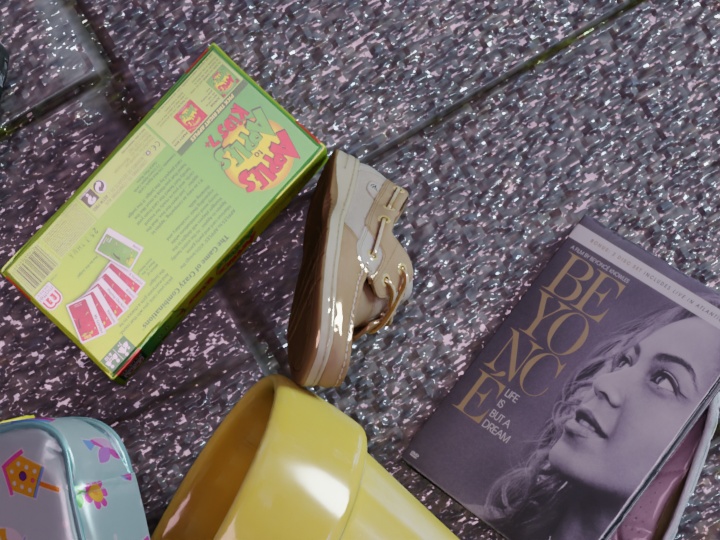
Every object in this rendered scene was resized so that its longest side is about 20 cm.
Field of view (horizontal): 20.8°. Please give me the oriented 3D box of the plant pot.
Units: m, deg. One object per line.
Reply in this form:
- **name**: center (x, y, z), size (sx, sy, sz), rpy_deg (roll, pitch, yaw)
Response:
- **plant pot**: center (-0.023, 0.194, 1.163), size (0.188, 0.201, 0.202), rpy_deg (31, 83, -12)

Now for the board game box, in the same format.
- **board game box**: center (-0.124, -0.036, 1.259), size (0.101, 0.048, 0.200), rpy_deg (42, 85, 5)

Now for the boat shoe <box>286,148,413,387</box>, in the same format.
- **boat shoe**: center (0.000, 0.000, 1.199), size (0.069, 0.074, 0.201), rpy_deg (18, 39, -9)

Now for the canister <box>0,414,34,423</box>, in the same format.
- **canister**: center (-0.216, 0.200, 1.176), size (0.086, 0.148, 0.202), rpy_deg (-14, 84, -22)

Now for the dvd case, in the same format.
- **dvd case**: center (0.136, 0.077, 1.220), size (0.148, 0.016, 0.201), rpy_deg (34, 82, 36)

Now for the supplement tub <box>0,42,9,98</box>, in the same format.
- **supplement tub**: center (-0.301, -0.062, 1.226), size (0.121, 0.123, 0.202), rpy_deg (14, 82, 2)

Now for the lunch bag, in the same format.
- **lunch bag**: center (-0.190, 0.178, 1.054), size (0.159, 0.077, 0.202), rpy_deg (-15, 86, 23)

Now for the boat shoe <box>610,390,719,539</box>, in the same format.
- **boat shoe**: center (0.164, 0.154, 1.220), size (0.074, 0.065, 0.203), rpy_deg (32, 83, 5)
